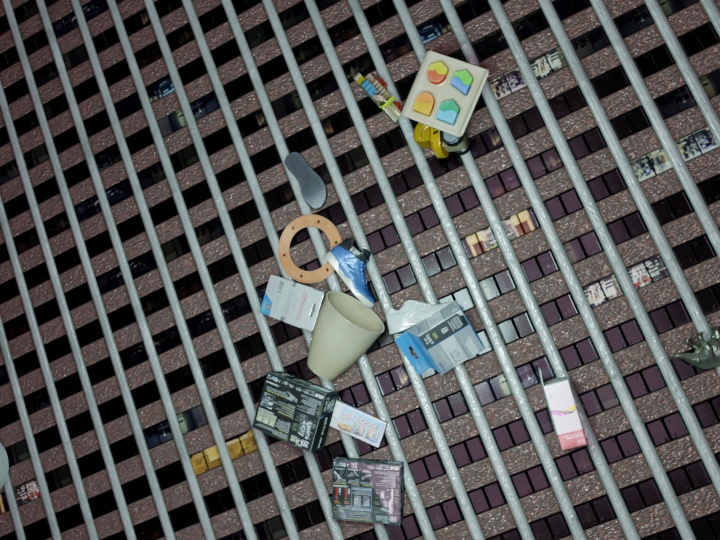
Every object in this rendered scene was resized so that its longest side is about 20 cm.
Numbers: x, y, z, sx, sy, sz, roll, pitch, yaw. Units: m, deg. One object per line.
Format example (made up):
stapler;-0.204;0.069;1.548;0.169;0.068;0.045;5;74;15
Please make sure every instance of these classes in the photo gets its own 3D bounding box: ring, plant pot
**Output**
ring;-0.147;-0.063;1.825;0.196;0.019;0.205;-1;84;12
plant pot;-0.062;0.194;1.710;0.186;0.187;0.202;35;106;14

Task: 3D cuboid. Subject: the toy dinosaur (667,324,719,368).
toy dinosaur;0.872;0.198;1.538;0.197;0.077;0.104;-24;73;6

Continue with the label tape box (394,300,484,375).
label tape box;0.211;0.196;1.659;0.198;0.066;0.144;-33;113;5

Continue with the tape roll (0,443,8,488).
tape roll;-1.234;0.627;1.939;0.198;0.139;0.207;-2;83;13

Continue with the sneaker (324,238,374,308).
sneaker;0.000;0.000;1.755;0.111;0.077;0.201;-39;81;2

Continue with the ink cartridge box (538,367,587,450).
ink cartridge box;0.512;0.341;1.583;0.066;0.116;0.204;-16;82;11

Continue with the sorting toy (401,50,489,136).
sorting toy;0.220;-0.473;1.647;0.198;0.036;0.188;26;96;25

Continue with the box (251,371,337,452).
box;-0.183;0.391;1.737;0.197;0.086;0.167;15;88;23

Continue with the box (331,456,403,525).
box;0.020;0.604;1.703;0.196;0.050;0.161;-1;84;13

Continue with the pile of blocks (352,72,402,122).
pile of blocks;0.059;-0.516;1.792;0.062;0.082;0.201;-42;77;6

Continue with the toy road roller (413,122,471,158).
toy road roller;0.225;-0.415;1.727;0.143;0.122;0.205;-1;84;24

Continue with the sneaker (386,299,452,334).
sneaker;0.161;0.113;1.711;0.197;0.070;0.082;-19;78;11

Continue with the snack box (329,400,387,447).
snack box;-0.026;0.423;1.744;0.197;0.024;0.073;20;89;14

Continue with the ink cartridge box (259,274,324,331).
ink cartridge box;-0.181;0.096;1.764;0.197;0.066;0.118;17;88;31

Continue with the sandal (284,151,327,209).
sandal;-0.155;-0.267;1.841;0.075;0.043;0.202;-30;69;1
